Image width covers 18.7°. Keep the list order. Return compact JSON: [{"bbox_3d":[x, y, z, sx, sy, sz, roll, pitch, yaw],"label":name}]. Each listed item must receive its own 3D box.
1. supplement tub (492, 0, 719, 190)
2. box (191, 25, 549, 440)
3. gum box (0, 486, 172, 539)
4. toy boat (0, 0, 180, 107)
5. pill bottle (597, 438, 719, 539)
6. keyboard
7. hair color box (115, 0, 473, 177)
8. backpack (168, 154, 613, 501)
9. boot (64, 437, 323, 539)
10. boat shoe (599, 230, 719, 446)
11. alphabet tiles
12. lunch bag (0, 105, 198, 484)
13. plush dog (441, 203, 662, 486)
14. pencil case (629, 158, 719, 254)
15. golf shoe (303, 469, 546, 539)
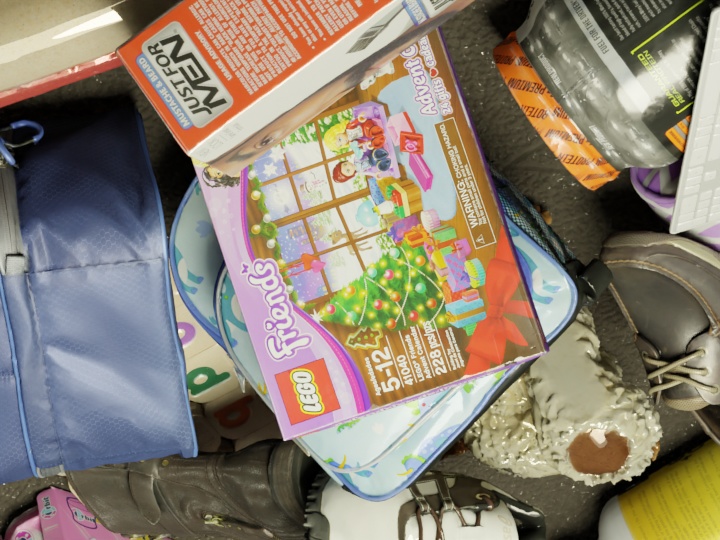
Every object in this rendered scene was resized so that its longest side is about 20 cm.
[{"bbox_3d":[0.178,-0.138,1.171,0.200,0.123,0.123,-35,131,13],"label":"supplement tub"},{"bbox_3d":[-0.003,-0.032,1.078,0.137,0.200,0.039,-19,176,7],"label":"box"},{"bbox_3d":[-0.138,0.226,1.391,0.200,0.114,0.066,30,115,-36],"label":"gum box"},{"bbox_3d":[-0.146,-0.144,1.081,0.200,0.131,0.131,-19,163,-1],"label":"toy boat"},{"bbox_3d":[0.232,0.181,1.475,0.200,0.112,0.112,-32,132,11],"label":"pill bottle"},{"bbox_3d":[0.197,-0.081,1.142,0.056,0.011,0.200,-22,150,-12],"label":"keyboard"},{"bbox_3d":[-0.006,-0.129,1.007,0.200,0.064,0.111,-35,174,5],"label":"hair color box"},{"bbox_3d":[0.000,0.000,1.172,0.183,0.200,0.147,-45,173,10],"label":"backpack"},{"bbox_3d":[-0.074,0.147,1.333,0.174,0.069,0.200,-3,145,27],"label":"boot"},{"bbox_3d":[0.206,0.049,1.301,0.074,0.073,0.200,-8,142,44],"label":"boat shoe"},{"bbox_3d":[-0.110,0.068,1.331,0.195,0.015,0.200,-29,133,7],"label":"alphabet tiles"},{"bbox_3d":[-0.167,0.011,1.172,0.132,0.136,0.200,-10,124,-6],"label":"lunch bag"},{"bbox_3d":[0.094,0.068,1.338,0.199,0.161,0.172,5,150,14],"label":"plush dog"},{"bbox_3d":[0.240,-0.022,1.322,0.086,0.084,0.200,-52,132,-9],"label":"pencil case"},{"bbox_3d":[0.038,0.146,1.260,0.094,0.078,0.200,1,-178,29],"label":"golf shoe"}]
